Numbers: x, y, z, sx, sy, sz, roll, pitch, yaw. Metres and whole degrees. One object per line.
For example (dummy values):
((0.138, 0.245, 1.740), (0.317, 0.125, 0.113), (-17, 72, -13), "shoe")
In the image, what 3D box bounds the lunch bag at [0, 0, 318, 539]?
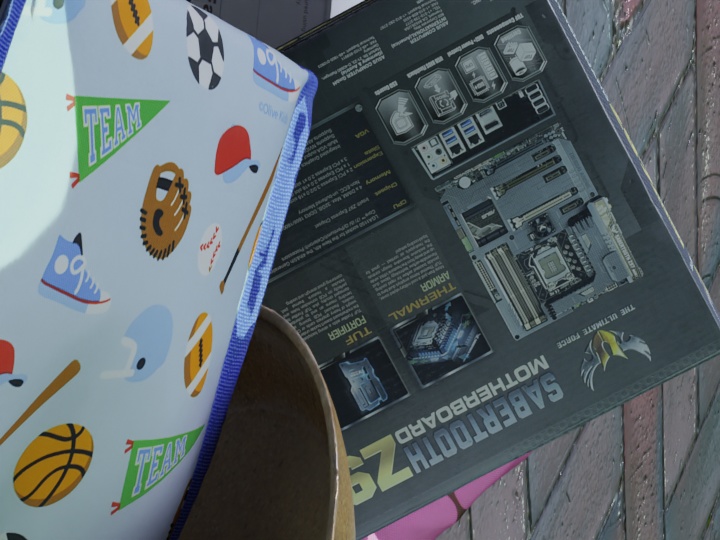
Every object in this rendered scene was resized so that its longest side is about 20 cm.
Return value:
((-0.116, 0.011, 0.797), (0.170, 0.124, 0.201), (21, 80, -59), "lunch bag")

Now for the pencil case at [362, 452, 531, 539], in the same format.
((0.020, 0.052, 1.066), (0.200, 0.091, 0.094), (-39, -178, -10), "pencil case")

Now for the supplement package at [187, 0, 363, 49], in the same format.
((-0.031, -0.077, 1.079), (0.200, 0.111, 0.156), (-8, 104, -71), "supplement package")

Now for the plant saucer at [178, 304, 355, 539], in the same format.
((-0.062, 0.107, 0.866), (0.035, 0.200, 0.201), (28, 65, -33), "plant saucer")

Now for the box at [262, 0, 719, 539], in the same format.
((0.000, 0.000, 0.947), (0.158, 0.200, 0.051), (61, 7, -6), "box")
